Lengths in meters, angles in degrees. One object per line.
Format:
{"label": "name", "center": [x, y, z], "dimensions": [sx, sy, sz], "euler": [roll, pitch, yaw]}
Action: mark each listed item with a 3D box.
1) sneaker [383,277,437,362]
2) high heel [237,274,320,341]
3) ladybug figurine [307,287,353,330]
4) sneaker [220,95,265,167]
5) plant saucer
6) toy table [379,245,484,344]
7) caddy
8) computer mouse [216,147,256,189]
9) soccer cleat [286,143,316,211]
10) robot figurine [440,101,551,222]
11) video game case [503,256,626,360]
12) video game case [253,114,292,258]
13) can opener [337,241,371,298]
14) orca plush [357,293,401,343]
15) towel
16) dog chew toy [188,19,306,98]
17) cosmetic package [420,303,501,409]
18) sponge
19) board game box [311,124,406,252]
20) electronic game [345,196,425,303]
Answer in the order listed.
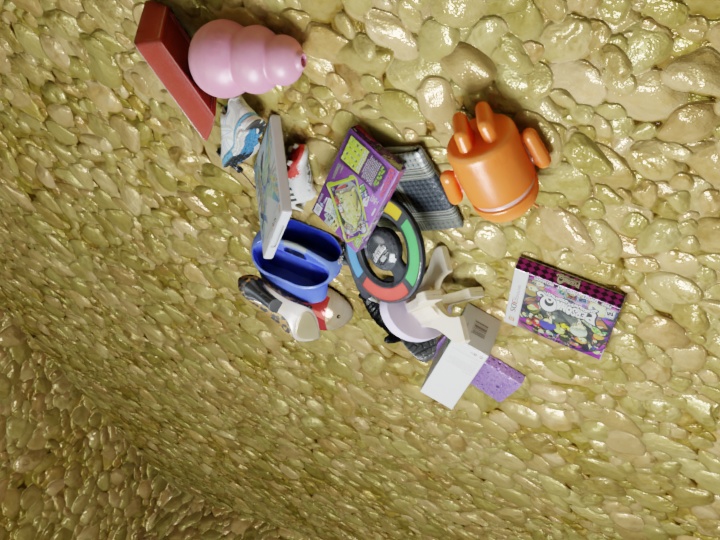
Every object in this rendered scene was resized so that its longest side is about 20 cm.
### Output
{"label": "sneaker", "center": [0.103, 0.111, 1.763], "dimensions": [0.202, 0.075, 0.088], "euler": [61, 173, 31]}
{"label": "high heel", "center": [-0.169, 0.075, 1.781], "dimensions": [0.142, 0.072, 0.200], "euler": [32, 174, 42]}
{"label": "ladybug figurine", "center": [-0.113, 0.083, 1.967], "dimensions": [0.197, 0.072, 0.137], "euler": [17, 146, 23]}
{"label": "sneaker", "center": [-0.233, -0.265, 1.603], "dimensions": [0.087, 0.074, 0.200], "euler": [58, 153, 7]}
{"label": "plant saucer", "center": [-0.301, -0.349, 1.451], "dimensions": [0.036, 0.201, 0.201], "euler": [-25, 125, 12]}
{"label": "toy table", "center": [0.141, 0.058, 1.630], "dimensions": [0.116, 0.199, 0.187], "euler": [-22, 88, 41]}
{"label": "caddy", "center": [-0.130, -0.024, 1.765], "dimensions": [0.197, 0.143, 0.106], "euler": [21, 151, 15]}
{"label": "computer mouse", "center": [-0.210, -0.183, 1.725], "dimensions": [0.200, 0.034, 0.059], "euler": [43, 177, -9]}
{"label": "soccer cleat", "center": [-0.116, -0.174, 1.621], "dimensions": [0.084, 0.070, 0.200], "euler": [23, 151, -10]}
{"label": "robot figurine", "center": [0.203, -0.157, 1.308], "dimensions": [0.116, 0.144, 0.201], "euler": [28, 158, 52]}
{"label": "video game case", "center": [0.367, 0.071, 1.560], "dimensions": [0.197, 0.036, 0.182], "euler": [22, 149, 16]}
{"label": "video game case", "center": [-0.166, -0.152, 1.585], "dimensions": [0.022, 0.203, 0.183], "euler": [0, 155, -18]}
{"label": "can opener", "center": [0.000, 0.000, 1.748], "dimensions": [0.077, 0.064, 0.201], "euler": [0, 146, 9]}
{"label": "orca plush", "center": [0.070, 0.120, 1.859], "dimensions": [0.199, 0.072, 0.105], "euler": [39, 148, -12]}
{"label": "towel", "center": [0.071, -0.145, 1.532], "dimensions": [0.197, 0.035, 0.193], "euler": [0, 139, 39]}
{"label": "dog chew toy", "center": [-0.180, -0.343, 1.386], "dimensions": [0.197, 0.126, 0.125], "euler": [7, 142, 23]}
{"label": "cosmetic package", "center": [0.205, 0.179, 1.753], "dimensions": [0.084, 0.108, 0.201], "euler": [28, 135, 2]}
{"label": "sponge", "center": [0.250, 0.208, 1.865], "dimensions": [0.198, 0.030, 0.112], "euler": [33, 148, 1]}
{"label": "board game box", "center": [-0.006, -0.141, 1.502], "dimensions": [0.120, 0.032, 0.201], "euler": [46, 134, 17]}
{"label": "electronic game", "center": [0.043, -0.039, 1.549], "dimensions": [0.198, 0.041, 0.204], "euler": [18, 115, 43]}
